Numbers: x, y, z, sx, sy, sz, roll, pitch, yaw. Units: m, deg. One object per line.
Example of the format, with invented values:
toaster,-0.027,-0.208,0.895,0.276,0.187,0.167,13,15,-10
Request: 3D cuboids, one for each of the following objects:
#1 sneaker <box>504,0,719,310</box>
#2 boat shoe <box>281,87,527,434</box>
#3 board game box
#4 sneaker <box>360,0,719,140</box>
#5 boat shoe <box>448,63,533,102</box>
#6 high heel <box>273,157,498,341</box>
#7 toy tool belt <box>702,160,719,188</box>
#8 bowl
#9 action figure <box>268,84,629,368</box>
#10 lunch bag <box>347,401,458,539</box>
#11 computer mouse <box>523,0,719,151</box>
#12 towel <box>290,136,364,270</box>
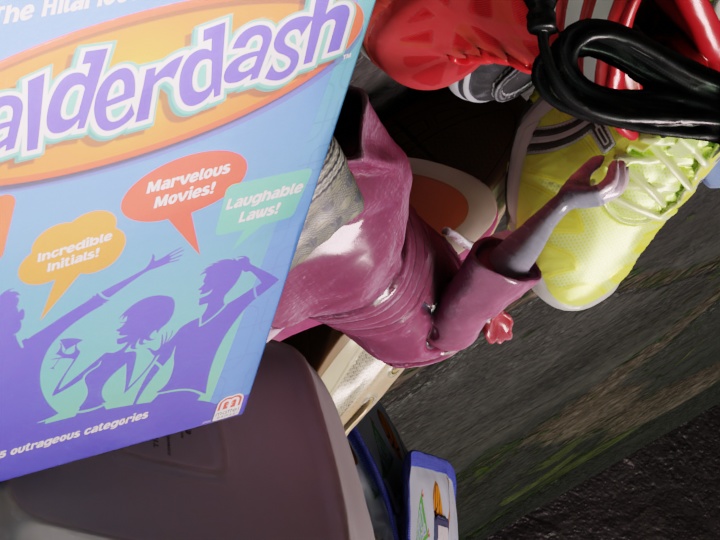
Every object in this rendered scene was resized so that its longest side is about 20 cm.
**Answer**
sneaker,0.123,-0.069,1.090,0.075,0.076,0.200,19,108,-25
boat shoe,0.008,0.007,1.162,0.200,0.072,0.065,-52,144,-1
board game box,-0.083,-0.023,0.744,0.152,0.045,0.200,-15,141,-31
sneaker,0.057,-0.077,0.927,0.078,0.116,0.200,-30,169,-14
boat shoe,0.096,-0.105,1.035,0.072,0.068,0.200,-24,168,-38
high heel,-0.043,0.007,1.118,0.200,0.067,0.096,-11,156,-9
toy tool belt,0.182,-0.086,1.219,0.125,0.123,0.200,-28,169,-19
bowl,-0.082,0.079,0.959,0.200,0.200,0.075,14,124,-21
action figure,0.000,0.000,0.971,0.200,0.134,0.149,32,76,-49
lunch bag,-0.024,0.109,1.299,0.124,0.200,0.170,-33,168,4
computer mouse,0.109,-0.125,0.832,0.140,0.200,0.046,9,169,-16
towel,-0.108,-0.015,0.806,0.200,0.035,0.193,-36,147,-2
